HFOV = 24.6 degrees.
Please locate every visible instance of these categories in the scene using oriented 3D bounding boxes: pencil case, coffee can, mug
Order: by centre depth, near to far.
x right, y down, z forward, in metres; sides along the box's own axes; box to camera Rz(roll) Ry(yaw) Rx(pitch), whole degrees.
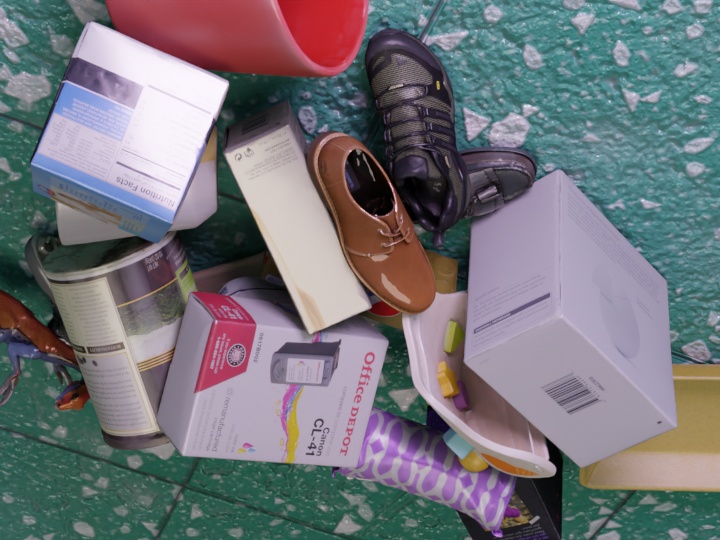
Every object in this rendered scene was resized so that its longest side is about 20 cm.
[{"bbox_3d":[-0.213,-0.111,1.588,0.151,0.151,0.187,1,143,-4],"label":"mug"},{"bbox_3d":[-0.229,0.063,1.710,0.145,0.147,0.202,-11,110,18],"label":"coffee can"},{"bbox_3d":[0.069,0.209,1.744,0.198,0.084,0.086,19,94,5],"label":"pencil case"}]

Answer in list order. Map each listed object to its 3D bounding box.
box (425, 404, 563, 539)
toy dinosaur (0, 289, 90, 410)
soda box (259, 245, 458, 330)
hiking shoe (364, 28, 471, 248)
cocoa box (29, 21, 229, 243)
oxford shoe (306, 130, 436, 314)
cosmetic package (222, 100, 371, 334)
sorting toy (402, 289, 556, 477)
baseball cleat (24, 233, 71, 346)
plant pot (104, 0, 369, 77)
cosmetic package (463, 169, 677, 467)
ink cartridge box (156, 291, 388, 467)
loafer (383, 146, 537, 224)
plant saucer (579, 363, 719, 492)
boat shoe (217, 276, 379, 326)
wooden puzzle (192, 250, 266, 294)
[{"bbox_3d":[0.155,0.211,1.873,0.105,0.123,0.201,-11,133,19],"label":"box"},{"bbox_3d":[-0.365,0.076,1.769,0.180,0.105,0.202,11,128,21],"label":"toy dinosaur"},{"bbox_3d":[0.000,0.000,1.718,0.198,0.068,0.064,20,134,-12],"label":"soda box"},{"bbox_3d":[0.056,-0.125,1.535,0.075,0.101,0.202,-17,110,14],"label":"hiking shoe"},{"bbox_3d":[-0.204,-0.113,1.435,0.132,0.132,0.200,22,172,-8],"label":"cocoa box"},{"bbox_3d":[0.019,-0.036,1.534,0.201,0.071,0.071,58,162,-24],"label":"oxford shoe"},{"bbox_3d":[-0.061,-0.052,1.596,0.070,0.105,0.202,-23,107,4],"label":"cosmetic package"},{"bbox_3d":[0.098,0.103,1.642,0.106,0.202,0.180,-22,150,23],"label":"sorting toy"},{"bbox_3d":[-0.322,0.043,1.807,0.106,0.070,0.200,-19,129,25],"label":"baseball cleat"},{"bbox_3d":[-0.111,-0.255,1.398,0.176,0.202,0.201,-4,136,26],"label":"plant pot"},{"bbox_3d":[0.209,0.049,1.644,0.122,0.201,0.199,-27,126,31],"label":"cosmetic package"},{"bbox_3d":[-0.087,0.112,1.653,0.198,0.086,0.149,8,105,-27],"label":"ink cartridge box"},{"bbox_3d":[0.079,-0.070,1.639,0.198,0.063,0.072,-9,133,17],"label":"loafer"},{"bbox_3d":[0.346,0.169,1.858,0.197,0.049,0.201,0,135,7],"label":"plant saucer"},{"bbox_3d":[-0.055,0.053,1.741,0.198,0.066,0.074,0,133,-27],"label":"boat shoe"},{"bbox_3d":[-0.135,0.072,1.819,0.198,0.047,0.186,-18,130,20],"label":"wooden puzzle"}]
